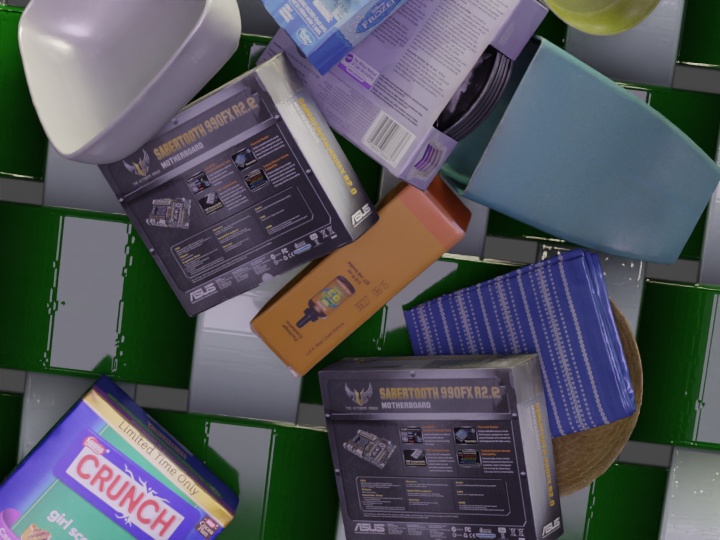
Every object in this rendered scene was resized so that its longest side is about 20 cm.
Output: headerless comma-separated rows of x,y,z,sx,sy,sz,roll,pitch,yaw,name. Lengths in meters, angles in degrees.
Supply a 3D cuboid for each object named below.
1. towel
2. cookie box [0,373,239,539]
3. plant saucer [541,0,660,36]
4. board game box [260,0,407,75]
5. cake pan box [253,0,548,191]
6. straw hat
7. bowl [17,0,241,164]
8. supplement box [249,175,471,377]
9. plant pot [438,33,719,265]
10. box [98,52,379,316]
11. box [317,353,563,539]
0.134,0.074,1.730,0.199,0.024,0.146,-19,84,37,towel
-0.233,0.221,1.781,0.171,0.075,0.200,42,95,-7,cookie box
0.189,-0.294,1.688,0.199,0.031,0.202,-3,95,-40,plant saucer
-0.017,-0.296,1.669,0.199,0.043,0.200,-41,64,4,board game box
0.033,-0.190,1.680,0.200,0.052,0.185,38,99,33,cake pan box
0.176,0.093,1.763,0.200,0.085,0.203,2,94,36,straw hat
-0.179,-0.193,1.663,0.200,0.201,0.074,-43,135,21,bowl
0.000,0.000,1.738,0.200,0.069,0.067,-41,98,16,supplement box
0.190,-0.095,1.716,0.199,0.141,0.142,25,98,-13,plant pot
-0.104,-0.067,1.695,0.199,0.048,0.159,-25,100,37,box
0.067,0.154,1.743,0.199,0.048,0.160,-4,100,34,box
